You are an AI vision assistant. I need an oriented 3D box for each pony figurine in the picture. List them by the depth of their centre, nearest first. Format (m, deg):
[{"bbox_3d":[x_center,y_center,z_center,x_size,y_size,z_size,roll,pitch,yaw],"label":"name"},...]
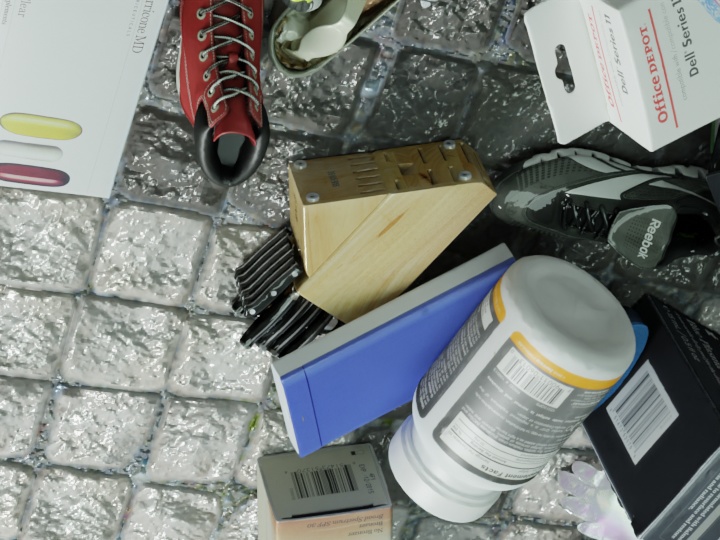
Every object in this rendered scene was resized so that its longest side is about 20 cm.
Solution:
[{"bbox_3d":[0.232,0.281,1.727,0.192,0.201,0.167,23,124,-9],"label":"pony figurine"}]

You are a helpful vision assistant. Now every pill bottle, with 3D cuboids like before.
[{"bbox_3d":[0.110,0.093,1.531,0.116,0.117,0.200,18,128,-24],"label":"pill bottle"}]

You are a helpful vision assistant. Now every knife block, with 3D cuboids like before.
[{"bbox_3d":[0.000,0.000,1.535,0.198,0.064,0.177,-9,126,-9],"label":"knife block"}]

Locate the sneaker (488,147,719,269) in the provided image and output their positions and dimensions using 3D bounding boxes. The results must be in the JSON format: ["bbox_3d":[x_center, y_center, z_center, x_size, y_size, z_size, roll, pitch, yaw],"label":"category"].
[{"bbox_3d":[0.198,-0.044,1.537,0.198,0.091,0.067,4,122,-16],"label":"sneaker"}]

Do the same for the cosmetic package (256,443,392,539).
[{"bbox_3d":[-0.030,0.252,1.683,0.102,0.087,0.201,-8,125,-10],"label":"cosmetic package"}]

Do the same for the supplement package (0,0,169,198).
[{"bbox_3d":[-0.194,-0.172,1.281,0.110,0.157,0.201,5,140,-17],"label":"supplement package"}]

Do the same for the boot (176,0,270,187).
[{"bbox_3d":[-0.087,-0.164,1.353,0.072,0.145,0.201,-2,123,-10],"label":"boot"}]

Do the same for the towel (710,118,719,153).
[{"bbox_3d":[0.360,-0.159,1.523,0.198,0.023,0.153,-15,138,-4],"label":"towel"}]

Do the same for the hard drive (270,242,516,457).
[{"bbox_3d":[0.031,0.063,1.555,0.199,0.025,0.132,-27,151,-10],"label":"hard drive"}]

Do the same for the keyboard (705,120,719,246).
[{"bbox_3d":[0.308,-0.033,1.543,0.039,0.105,0.200,1,148,28],"label":"keyboard"}]

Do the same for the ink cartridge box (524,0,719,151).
[{"bbox_3d":[0.222,-0.163,1.394,0.199,0.067,0.118,-27,122,-11],"label":"ink cartridge box"}]

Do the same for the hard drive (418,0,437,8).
[{"bbox_3d":[0.053,-0.291,1.367,0.139,0.038,0.200,-30,124,6],"label":"hard drive"}]

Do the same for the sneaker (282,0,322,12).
[{"bbox_3d":[-0.038,-0.263,1.289,0.076,0.075,0.201,-16,118,-18],"label":"sneaker"}]

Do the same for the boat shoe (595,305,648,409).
[{"bbox_3d":[0.145,0.092,1.623,0.200,0.069,0.084,-46,143,22],"label":"boat shoe"}]

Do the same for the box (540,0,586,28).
[{"bbox_3d":[0.215,-0.270,1.397,0.155,0.041,0.201,-9,128,-27],"label":"box"}]

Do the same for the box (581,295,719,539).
[{"bbox_3d":[0.296,0.150,1.628,0.199,0.197,0.118,28,112,-29],"label":"box"}]

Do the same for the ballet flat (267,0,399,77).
[{"bbox_3d":[0.009,-0.196,1.367,0.067,0.064,0.200,34,131,-23],"label":"ballet flat"}]
